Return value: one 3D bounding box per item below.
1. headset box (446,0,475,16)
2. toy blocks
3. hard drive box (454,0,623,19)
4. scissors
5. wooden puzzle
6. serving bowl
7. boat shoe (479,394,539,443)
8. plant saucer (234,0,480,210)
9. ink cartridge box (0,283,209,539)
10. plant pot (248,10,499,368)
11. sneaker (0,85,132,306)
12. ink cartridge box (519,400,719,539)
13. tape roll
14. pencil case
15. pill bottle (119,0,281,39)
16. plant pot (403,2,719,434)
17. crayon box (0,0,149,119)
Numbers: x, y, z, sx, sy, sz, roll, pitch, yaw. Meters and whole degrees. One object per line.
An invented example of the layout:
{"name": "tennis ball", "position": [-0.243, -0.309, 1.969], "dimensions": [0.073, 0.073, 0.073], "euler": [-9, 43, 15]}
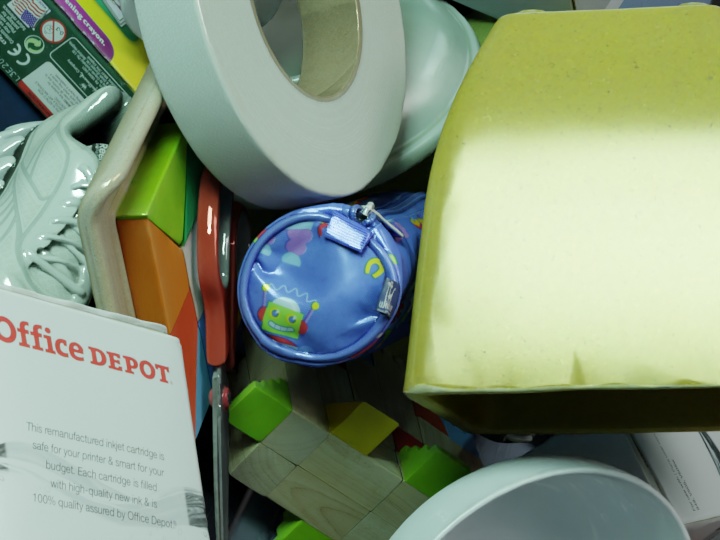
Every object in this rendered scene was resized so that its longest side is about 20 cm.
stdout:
{"name": "headset box", "position": [0.022, -0.216, 1.728], "dimensions": [0.093, 0.174, 0.200], "euler": [-44, 105, -23]}
{"name": "toy blocks", "position": [-0.004, 0.085, 1.496], "dimensions": [0.200, 0.100, 0.137], "euler": [35, 22, -27]}
{"name": "hard drive box", "position": [0.073, -0.230, 1.553], "dimensions": [0.200, 0.156, 0.077], "euler": [26, -22, 24]}
{"name": "scissors", "position": [-0.070, 0.048, 1.360], "dimensions": [0.073, 0.014, 0.201], "euler": [64, 28, -68]}
{"name": "wooden puzzle", "position": [-0.089, -0.003, 1.371], "dimensions": [0.185, 0.037, 0.201], "euler": [-73, 162, -56]}
{"name": "serving bowl", "position": [0.072, 0.178, 1.439], "dimensions": [0.200, 0.200, 0.066], "euler": [35, 2, -37]}
{"name": "boat shoe", "position": [0.091, 0.061, 1.631], "dimensions": [0.076, 0.060, 0.200], "euler": [40, 7, 12]}
{"name": "plant saucer", "position": [-0.035, -0.113, 1.522], "dimensions": [0.201, 0.199, 0.050], "euler": [-86, 166, -49]}
{"name": "ink cartridge box", "position": [-0.137, 0.119, 1.204], "dimensions": [0.146, 0.084, 0.201], "euler": [19, 54, -50]}
{"name": "plant pot", "position": [0.053, -0.062, 1.617], "dimensions": [0.200, 0.190, 0.200], "euler": [41, 31, -31]}
{"name": "sneaker", "position": [-0.149, -0.018, 1.362], "dimensions": [0.075, 0.081, 0.200], "euler": [44, 32, -28]}
{"name": "ink cartridge box", "position": [0.151, 0.137, 1.622], "dimensions": [0.200, 0.146, 0.083], "euler": [-1, 60, -60]}
{"name": "tape roll", "position": [-0.042, -0.131, 1.381], "dimensions": [0.203, 0.037, 0.204], "euler": [28, 56, -53]}
{"name": "pencil case", "position": [0.000, 0.000, 1.431], "dimensions": [0.078, 0.087, 0.200], "euler": [35, 10, 8]}
{"name": "pill bottle", "position": [-0.098, -0.219, 1.490], "dimensions": [0.112, 0.112, 0.201], "euler": [27, 41, -44]}
{"name": "plant pot", "position": [0.132, -0.026, 1.434], "dimensions": [0.194, 0.195, 0.201], "euler": [39, 50, -75]}
{"name": "crayon box", "position": [-0.178, -0.189, 1.512], "dimensions": [0.200, 0.058, 0.173], "euler": [48, 28, -19]}
